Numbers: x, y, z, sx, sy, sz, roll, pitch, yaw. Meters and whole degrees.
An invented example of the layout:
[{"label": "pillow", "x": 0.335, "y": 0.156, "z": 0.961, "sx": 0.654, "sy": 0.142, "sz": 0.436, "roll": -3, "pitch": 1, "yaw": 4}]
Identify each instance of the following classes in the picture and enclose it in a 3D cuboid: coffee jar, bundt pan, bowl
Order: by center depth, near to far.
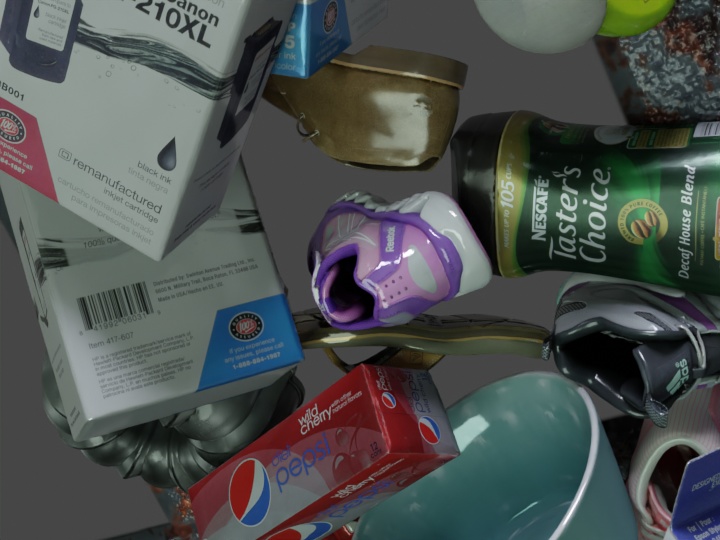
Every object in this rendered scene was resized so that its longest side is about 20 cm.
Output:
[{"label": "coffee jar", "x": 0.153, "y": -0.043, "z": 0.823, "sx": 0.198, "sy": 0.085, "sz": 0.105, "roll": 5, "pitch": 115, "yaw": 20}, {"label": "bowl", "x": 0.099, "y": 0.174, "z": 0.852, "sx": 0.200, "sy": 0.201, "sz": 0.105, "roll": -31, "pitch": 117, "yaw": 31}, {"label": "bundt pan", "x": -0.146, "y": 0.100, "z": 0.967, "sx": 0.200, "sy": 0.076, "sz": 0.202, "roll": 11, "pitch": 147, "yaw": 7}]

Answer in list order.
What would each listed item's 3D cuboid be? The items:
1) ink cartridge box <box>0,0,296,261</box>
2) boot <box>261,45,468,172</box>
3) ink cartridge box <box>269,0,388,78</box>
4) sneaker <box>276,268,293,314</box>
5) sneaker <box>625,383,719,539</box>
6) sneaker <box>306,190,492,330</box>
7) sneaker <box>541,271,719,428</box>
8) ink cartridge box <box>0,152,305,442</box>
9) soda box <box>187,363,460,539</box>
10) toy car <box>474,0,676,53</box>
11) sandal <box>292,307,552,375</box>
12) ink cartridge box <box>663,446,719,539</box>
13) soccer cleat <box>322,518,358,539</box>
[{"label": "ink cartridge box", "x": -0.124, "y": -0.132, "z": 0.720, "sx": 0.144, "sy": 0.084, "sz": 0.201, "roll": 29, "pitch": 122, "yaw": 7}, {"label": "boot", "x": -0.032, "y": -0.110, "z": 0.858, "sx": 0.199, "sy": 0.074, "sz": 0.076, "roll": 12, "pitch": 94, "yaw": 24}, {"label": "ink cartridge box", "x": -0.068, "y": -0.239, "z": 0.782, "sx": 0.145, "sy": 0.147, "sz": 0.201, "roll": 11, "pitch": 119, "yaw": 17}, {"label": "sneaker", "x": -0.144, "y": 0.033, "z": 0.988, "sx": 0.199, "sy": 0.075, "sz": 0.090, "roll": -15, "pitch": 116, "yaw": 33}, {"label": "sneaker", "x": 0.211, "y": 0.170, "z": 0.892, "sx": 0.075, "sy": 0.105, "sz": 0.202, "roll": 8, "pitch": 117, "yaw": 14}, {"label": "sneaker", "x": 0.000, "y": 0.000, "z": 0.860, "sx": 0.081, "sy": 0.088, "sz": 0.200, "roll": 58, "pitch": 160, "yaw": -12}, {"label": "sneaker", "x": 0.209, "y": 0.057, "z": 0.815, "sx": 0.198, "sy": 0.140, "sz": 0.078, "roll": 5, "pitch": 116, "yaw": 20}, {"label": "ink cartridge box", "x": -0.140, "y": -0.010, "z": 0.854, "sx": 0.084, "sy": 0.145, "sz": 0.201, "roll": 138, "pitch": 116, "yaw": -66}, {"label": "soda box", "x": -0.030, "y": 0.136, "z": 0.885, "sx": 0.200, "sy": 0.070, "sz": 0.064, "roll": -38, "pitch": 58, "yaw": 36}, {"label": "toy car", "x": 0.098, "y": -0.216, "z": 0.737, "sx": 0.201, "sy": 0.175, "sz": 0.150, "roll": 57, "pitch": 155, "yaw": -11}, {"label": "sandal", "x": 0.031, "y": 0.056, "z": 0.902, "sx": 0.198, "sy": 0.080, "sz": 0.054, "roll": 3, "pitch": 97, "yaw": 0}, {"label": "ink cartridge box", "x": 0.251, "y": 0.185, "z": 0.834, "sx": 0.047, "sy": 0.197, "sz": 0.201, "roll": 40, "pitch": 130, "yaw": 38}, {"label": "soccer cleat", "x": -0.033, "y": 0.221, "z": 1.043, "sx": 0.199, "sy": 0.069, "sz": 0.085, "roll": 20, "pitch": 163, "yaw": -7}]
